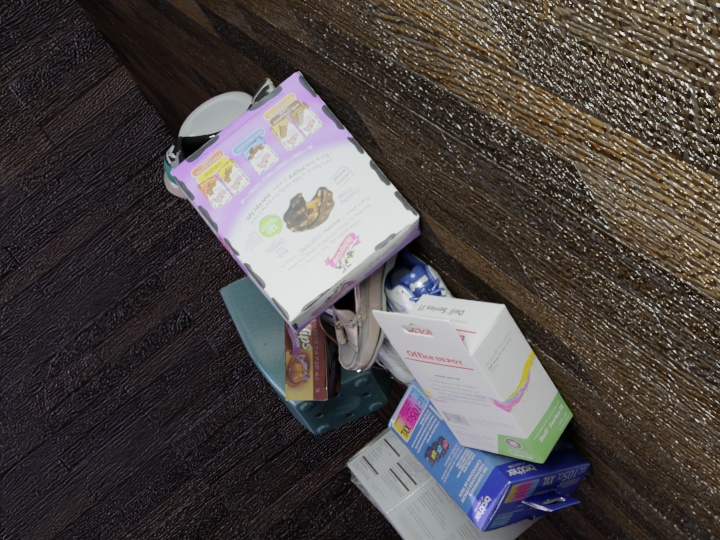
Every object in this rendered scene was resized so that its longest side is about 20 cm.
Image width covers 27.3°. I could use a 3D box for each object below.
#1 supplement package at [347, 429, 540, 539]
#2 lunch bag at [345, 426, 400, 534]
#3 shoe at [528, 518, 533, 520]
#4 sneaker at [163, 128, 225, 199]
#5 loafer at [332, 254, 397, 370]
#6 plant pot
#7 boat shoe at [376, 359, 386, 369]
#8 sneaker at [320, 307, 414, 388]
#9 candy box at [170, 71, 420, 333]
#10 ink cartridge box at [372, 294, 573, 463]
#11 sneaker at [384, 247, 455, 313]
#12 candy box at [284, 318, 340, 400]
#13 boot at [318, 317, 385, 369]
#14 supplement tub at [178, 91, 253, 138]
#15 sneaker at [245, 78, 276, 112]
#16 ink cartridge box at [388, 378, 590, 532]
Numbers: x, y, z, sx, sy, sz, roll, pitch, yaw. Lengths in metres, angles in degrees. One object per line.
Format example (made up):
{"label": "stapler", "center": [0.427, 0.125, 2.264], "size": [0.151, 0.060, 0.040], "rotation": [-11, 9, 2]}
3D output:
{"label": "supplement package", "center": [0.122, 0.263, 1.865], "size": [0.152, 0.200, 0.151], "rotation": [55, 174, -26]}
{"label": "lunch bag", "center": [0.108, 0.270, 2.035], "size": [0.164, 0.200, 0.118], "rotation": [49, 179, -8]}
{"label": "shoe", "center": [0.198, 0.228, 1.743], "size": [0.053, 0.070, 0.200], "rotation": [48, 165, 35]}
{"label": "sneaker", "center": [-0.122, -0.118, 1.672], "size": [0.080, 0.199, 0.072], "rotation": [109, 157, -61]}
{"label": "loafer", "center": [-0.008, 0.019, 1.588], "size": [0.072, 0.063, 0.201], "rotation": [41, 130, 45]}
{"label": "plant pot", "center": [-0.055, 0.110, 2.081], "size": [0.196, 0.195, 0.201], "rotation": [62, -174, -59]}
{"label": "boat shoe", "center": [0.108, 0.120, 1.737], "size": [0.199, 0.064, 0.071], "rotation": [30, -158, 2]}
{"label": "sneaker", "center": [0.036, 0.086, 1.681], "size": [0.199, 0.080, 0.074], "rotation": [25, -156, 16]}
{"label": "candy box", "center": [-0.064, -0.067, 1.492], "size": [0.200, 0.167, 0.072], "rotation": [51, 174, 12]}
{"label": "ink cartridge box", "center": [0.109, 0.091, 1.438], "size": [0.117, 0.067, 0.200], "rotation": [7, 140, 47]}
{"label": "sneaker", "center": [0.071, 0.043, 1.580], "size": [0.200, 0.075, 0.088], "rotation": [42, 163, 44]}
{"label": "candy box", "center": [-0.059, 0.100, 1.882], "size": [0.200, 0.056, 0.118], "rotation": [19, -109, -87]}
{"label": "boot", "center": [0.016, 0.087, 1.828], "size": [0.199, 0.075, 0.097], "rotation": [22, 167, -28]}
{"label": "supplement tub", "center": [-0.146, -0.129, 1.968], "size": [0.123, 0.122, 0.200], "rotation": [45, 171, 48]}
{"label": "sneaker", "center": [-0.097, -0.161, 1.752], "size": [0.083, 0.081, 0.200], "rotation": [19, 164, 4]}
{"label": "ink cartridge box", "center": [0.147, 0.196, 1.579], "size": [0.136, 0.077, 0.200], "rotation": [-6, -137, -43]}
